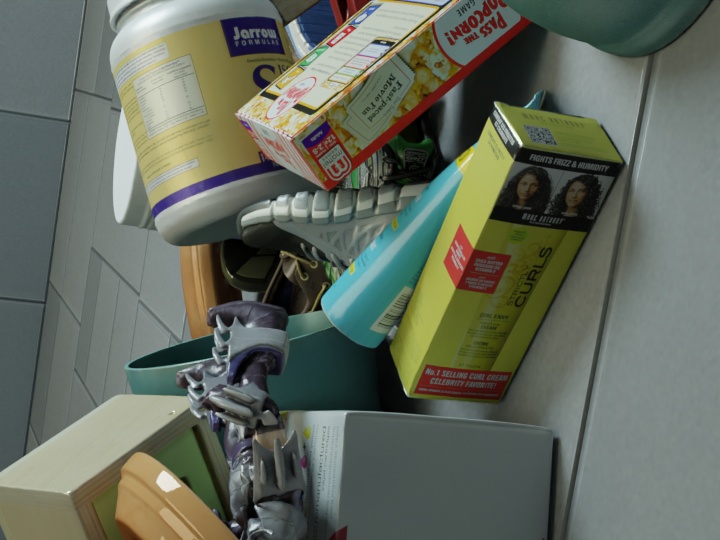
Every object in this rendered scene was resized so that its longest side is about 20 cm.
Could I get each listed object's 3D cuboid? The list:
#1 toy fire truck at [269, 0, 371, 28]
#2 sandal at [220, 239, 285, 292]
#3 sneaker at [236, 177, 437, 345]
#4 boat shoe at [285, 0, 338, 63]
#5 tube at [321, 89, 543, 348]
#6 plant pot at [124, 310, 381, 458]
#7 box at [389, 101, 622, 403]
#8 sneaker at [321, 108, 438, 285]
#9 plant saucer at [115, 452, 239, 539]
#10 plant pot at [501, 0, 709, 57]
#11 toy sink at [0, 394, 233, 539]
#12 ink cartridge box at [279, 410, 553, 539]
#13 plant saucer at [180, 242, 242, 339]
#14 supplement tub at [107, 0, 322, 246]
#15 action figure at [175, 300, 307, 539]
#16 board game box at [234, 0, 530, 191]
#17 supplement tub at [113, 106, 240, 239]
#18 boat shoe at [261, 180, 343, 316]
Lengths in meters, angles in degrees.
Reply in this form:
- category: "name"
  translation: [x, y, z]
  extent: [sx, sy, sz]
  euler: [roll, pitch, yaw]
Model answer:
- category: "toy fire truck"
  translation: [-0.030, -0.233, 1.116]
  extent: [0.049, 0.140, 0.203]
  euler: [160, 115, -66]
- category: "sandal"
  translation: [-0.094, -0.018, 1.293]
  extent: [0.201, 0.079, 0.058]
  euler: [-91, 13, -69]
- category: "sneaker"
  translation: [0.000, 0.000, 0.958]
  extent: [0.198, 0.075, 0.117]
  euler: [-6, 87, 27]
- category: "boat shoe"
  translation: [-0.062, -0.243, 1.297]
  extent: [0.201, 0.071, 0.073]
  euler: [-104, 28, -43]
- category: "tube"
  translation: [0.053, -0.037, 0.875]
  extent: [0.200, 0.050, 0.077]
  euler: [-50, 3, 17]
- category: "plant pot"
  translation: [-0.071, 0.130, 1.052]
  extent: [0.200, 0.199, 0.163]
  euler: [176, 81, -68]
- category: "box"
  translation: [0.086, -0.006, 0.840]
  extent: [0.050, 0.074, 0.201]
  euler: [-110, 34, -47]
- category: "sneaker"
  translation: [0.018, -0.059, 1.027]
  extent: [0.085, 0.077, 0.202]
  euler: [144, 130, -61]
- category: "plant saucer"
  translation: [-0.084, 0.198, 0.802]
  extent: [0.200, 0.037, 0.201]
  euler: [44, 159, 22]
- category: "plant pot"
  translation: [0.114, -0.232, 0.755]
  extent: [0.200, 0.133, 0.203]
  euler: [-173, 90, -69]
- category: "toy sink"
  translation: [-0.151, 0.207, 0.943]
  extent: [0.111, 0.130, 0.202]
  euler: [-3, 111, 42]
- category: "ink cartridge box"
  translation: [0.014, 0.168, 0.875]
  extent: [0.200, 0.143, 0.147]
  euler: [164, 111, -68]
- category: "plant saucer"
  translation: [-0.146, 0.037, 1.339]
  extent: [0.200, 0.037, 0.203]
  euler: [-9, -90, -89]
- category: "supplement tub"
  translation: [-0.117, -0.134, 1.067]
  extent: [0.145, 0.144, 0.202]
  euler: [-27, 79, 65]
- category: "action figure"
  translation: [-0.068, 0.107, 0.808]
  extent: [0.201, 0.069, 0.131]
  euler: [-109, 27, -55]
- category: "board game box"
  translation: [0.017, -0.147, 0.932]
  extent: [0.200, 0.046, 0.151]
  euler: [-40, 22, -7]
- category: "supplement tub"
  translation: [-0.116, -0.095, 1.209]
  extent: [0.132, 0.198, 0.134]
  euler: [-175, 90, -72]
- category: "boat shoe"
  translation: [-0.042, 0.002, 1.164]
  extent: [0.072, 0.059, 0.201]
  euler: [56, 140, 30]
